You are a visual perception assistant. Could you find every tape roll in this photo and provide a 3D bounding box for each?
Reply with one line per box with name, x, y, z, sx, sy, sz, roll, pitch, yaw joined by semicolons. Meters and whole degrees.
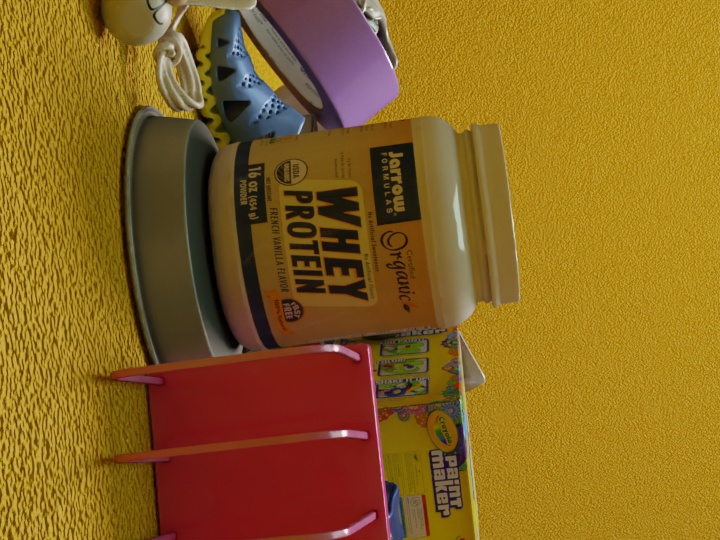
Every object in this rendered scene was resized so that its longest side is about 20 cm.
tape roll;-0.051;-0.216;1.112;0.201;0.065;0.200;50;-5;6

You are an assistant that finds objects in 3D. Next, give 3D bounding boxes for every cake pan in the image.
cake pan;-0.114;-0.012;0.843;0.200;0.036;0.203;-7;90;-85

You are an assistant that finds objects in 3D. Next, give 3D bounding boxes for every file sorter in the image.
file sorter;-0.059;0.146;0.693;0.125;0.137;0.203;42;41;-80

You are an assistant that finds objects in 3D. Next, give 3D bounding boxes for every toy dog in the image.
toy dog;-0.105;-0.216;0.819;0.132;0.095;0.202;50;29;-53

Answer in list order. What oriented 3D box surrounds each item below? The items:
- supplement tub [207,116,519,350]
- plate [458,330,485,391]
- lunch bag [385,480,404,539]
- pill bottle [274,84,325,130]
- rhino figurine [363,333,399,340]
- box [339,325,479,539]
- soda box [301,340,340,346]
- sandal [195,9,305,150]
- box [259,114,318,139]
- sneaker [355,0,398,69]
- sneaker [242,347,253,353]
supplement tub;0.005;-0.027;0.859;0.144;0.197;0.146;-8;90;-85
plate;0.045;0.054;1.331;0.201;0.032;0.200;61;-17;8
lunch bag;-0.033;0.229;0.879;0.200;0.134;0.134;7;77;-85
pill bottle;-0.042;-0.111;1.364;0.201;0.110;0.112;73;11;-62
rhino figurine;0.000;0.000;1.134;0.200;0.086;0.060;55;23;-49
box;0.044;0.179;1.164;0.193;0.120;0.203;-81;164;-71
soda box;-0.044;0.080;1.328;0.201;0.067;0.065;-89;170;-57
sandal;-0.085;-0.121;1.042;0.080;0.086;0.202;-83;164;-61
box;-0.066;-0.040;1.184;0.069;0.081;0.202;-89;169;-60
sneaker;-0.016;-0.264;1.184;0.201;0.075;0.081;56;2;-43
sneaker;-0.049;0.002;0.994;0.201;0.079;0.096;-55;159;-27
